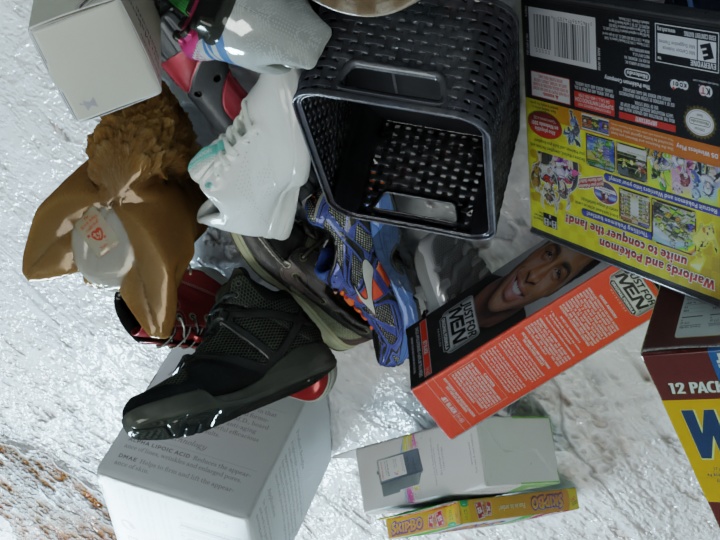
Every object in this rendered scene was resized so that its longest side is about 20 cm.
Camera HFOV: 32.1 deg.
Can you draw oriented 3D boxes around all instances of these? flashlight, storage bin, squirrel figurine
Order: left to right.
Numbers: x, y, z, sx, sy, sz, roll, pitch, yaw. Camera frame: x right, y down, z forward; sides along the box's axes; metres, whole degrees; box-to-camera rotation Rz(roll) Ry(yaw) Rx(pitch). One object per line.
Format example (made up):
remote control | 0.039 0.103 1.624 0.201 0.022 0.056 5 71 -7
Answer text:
squirrel figurine | -0.175 -0.068 1.075 0.140 0.187 0.202 16 109 15
flashlight | -0.098 -0.140 1.027 0.200 0.068 0.067 48 155 -26
storage bin | 0.039 -0.110 0.894 0.134 0.094 0.200 11 160 12

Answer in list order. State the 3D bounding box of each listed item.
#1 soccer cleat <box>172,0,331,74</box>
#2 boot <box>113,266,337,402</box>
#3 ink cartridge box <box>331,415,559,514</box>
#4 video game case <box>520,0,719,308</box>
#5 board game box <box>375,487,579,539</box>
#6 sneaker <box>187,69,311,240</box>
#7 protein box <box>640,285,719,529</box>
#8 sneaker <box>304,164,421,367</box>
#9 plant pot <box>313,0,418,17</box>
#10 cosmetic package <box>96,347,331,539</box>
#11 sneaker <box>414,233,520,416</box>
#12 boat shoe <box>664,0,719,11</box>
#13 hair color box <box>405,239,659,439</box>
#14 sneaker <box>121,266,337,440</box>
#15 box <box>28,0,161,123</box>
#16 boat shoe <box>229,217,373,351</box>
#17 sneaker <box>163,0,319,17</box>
soccer cleat | -0.071 -0.158 0.821 0.086 0.200 0.070 23 97 -17
boot | -0.128 0.067 1.151 0.199 0.144 0.073 31 109 22
ink cartridge box | 0.078 0.193 1.212 0.117 0.068 0.199 7 159 -44
video game case | 0.179 -0.088 0.832 0.200 0.025 0.182 28 129 54
board game box | 0.115 0.235 1.213 0.199 0.030 0.095 8 157 -43
sneaker | -0.086 -0.089 0.951 0.088 0.076 0.201 1 144 -12
protein box | 0.311 0.052 0.882 0.134 0.201 0.199 -7 128 34
sneaker | 0.000 0.000 1.081 0.078 0.075 0.201 -17 120 -5
plant pot | 0.023 -0.251 0.762 0.198 0.174 0.201 15 136 14
cosmetic package | -0.140 0.198 1.280 0.164 0.201 0.166 13 137 15
sneaker | 0.079 0.053 1.108 0.081 0.075 0.201 2 130 34
boat shoe | 0.230 -0.142 0.833 0.084 0.069 0.201 19 138 11
hair color box | 0.133 0.038 0.984 0.199 0.102 0.061 -33 113 14
sneaker | -0.127 0.071 1.073 0.115 0.198 0.076 61 151 14
box | -0.189 -0.197 0.909 0.068 0.201 0.083 -18 129 4
boat shoe | -0.043 -0.007 1.126 0.066 0.072 0.201 -16 127 33
sneaker | -0.081 -0.220 0.937 0.199 0.078 0.085 33 133 -18
